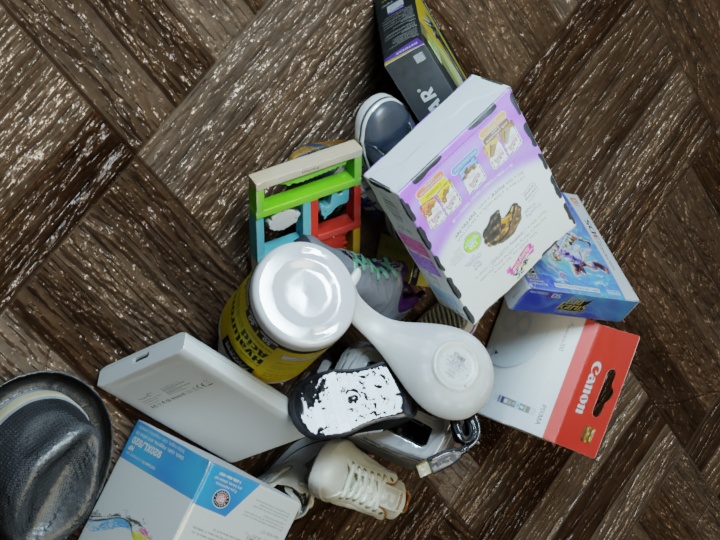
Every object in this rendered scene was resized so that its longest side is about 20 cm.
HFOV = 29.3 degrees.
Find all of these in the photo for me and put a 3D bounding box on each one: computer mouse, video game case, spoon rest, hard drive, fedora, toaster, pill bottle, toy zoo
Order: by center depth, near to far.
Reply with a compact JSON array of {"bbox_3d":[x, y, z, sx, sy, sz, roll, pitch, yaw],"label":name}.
[{"bbox_3d":[-0.313,0.205,1.364,0.199,0.091,0.204,-11,108,-36],"label":"fedora"},{"bbox_3d":[-0.085,0.054,1.433,0.110,0.200,0.113,7,68,-18],"label":"pill bottle"},{"bbox_3d":[-0.160,0.138,1.453,0.199,0.131,0.027,37,44,-38],"label":"hard drive"},{"bbox_3d":[0.056,0.078,1.461,0.199,0.061,0.100,39,67,-6],"label":"spoon rest"},{"bbox_3d":[0.028,0.161,1.470,0.198,0.046,0.142,-18,73,-15],"label":"computer mouse"},{"bbox_3d":[-0.059,-0.039,1.508,0.130,0.020,0.202,-21,136,-23],"label":"toy zoo"},{"bbox_3d":[0.043,0.158,1.560,0.115,0.198,0.129,-62,173,-7],"label":"toaster"},{"bbox_3d":[0.227,-0.027,1.688,0.198,0.183,0.046,7,134,-39],"label":"video game case"}]

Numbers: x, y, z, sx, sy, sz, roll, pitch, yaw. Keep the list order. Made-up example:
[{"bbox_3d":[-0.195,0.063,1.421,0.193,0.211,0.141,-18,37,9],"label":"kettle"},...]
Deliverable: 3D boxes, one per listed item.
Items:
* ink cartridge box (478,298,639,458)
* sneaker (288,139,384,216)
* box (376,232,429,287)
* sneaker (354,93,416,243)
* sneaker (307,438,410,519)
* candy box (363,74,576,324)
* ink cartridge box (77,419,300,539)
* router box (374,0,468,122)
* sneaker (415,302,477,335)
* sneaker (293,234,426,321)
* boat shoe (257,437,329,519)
[{"bbox_3d":[0.233,0.126,1.709,0.047,0.199,0.162,25,85,-39],"label":"ink cartridge box"},{"bbox_3d":[0.007,-0.102,1.556,0.198,0.075,0.089,-7,106,-36],"label":"sneaker"},{"bbox_3d":[0.115,-0.005,1.667,0.198,0.075,0.051,6,100,-40],"label":"box"},{"bbox_3d":[0.057,-0.102,1.506,0.078,0.079,0.201,-39,135,-18],"label":"sneaker"},{"bbox_3d":[0.007,0.243,1.586,0.200,0.084,0.074,34,76,-65],"label":"sneaker"},{"bbox_3d":[0.120,-0.074,1.470,0.168,0.071,0.201,-42,127,-14],"label":"candy box"},{"bbox_3d":[-0.192,0.291,1.443,0.147,0.144,0.202,34,79,-44],"label":"ink cartridge box"},{"bbox_3d":[0.088,-0.204,1.546,0.052,0.158,0.201,-26,125,15],"label":"router box"},{"bbox_3d":[0.095,0.130,1.691,0.201,0.072,0.114,-53,132,-4],"label":"sneaker"},{"bbox_3d":[0.000,0.000,1.514,0.087,0.075,0.200,-40,142,2],"label":"sneaker"},{"bbox_3d":[-0.084,0.254,1.575,0.199,0.065,0.073,-25,115,-32],"label":"boat shoe"}]
